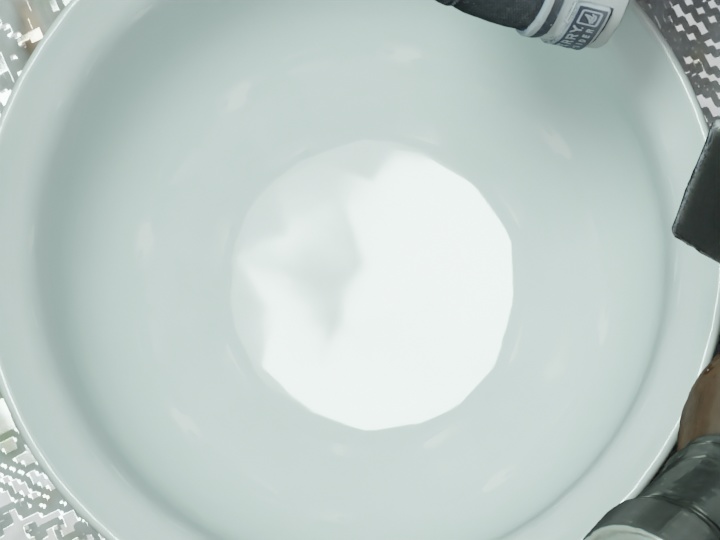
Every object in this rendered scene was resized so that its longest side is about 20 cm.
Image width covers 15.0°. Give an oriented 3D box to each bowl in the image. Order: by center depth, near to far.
[{"bbox_3d":[0.000,0.000,0.754,0.200,0.090,0.203,-1,80,5],"label":"bowl"}]

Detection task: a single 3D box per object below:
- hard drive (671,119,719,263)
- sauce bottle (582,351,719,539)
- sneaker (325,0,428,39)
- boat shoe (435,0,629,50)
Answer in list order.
[{"bbox_3d":[0.184,-0.017,0.682,0.139,0.200,0.038,34,123,23],"label":"hard drive"},{"bbox_3d":[0.122,0.032,0.695,0.065,0.065,0.200,45,47,11],"label":"sauce bottle"},{"bbox_3d":[0.014,-0.171,0.782,0.067,0.090,0.202,10,82,7],"label":"sneaker"},{"bbox_3d":[0.044,-0.155,0.709,0.067,0.072,0.201,14,70,-12],"label":"boat shoe"}]
